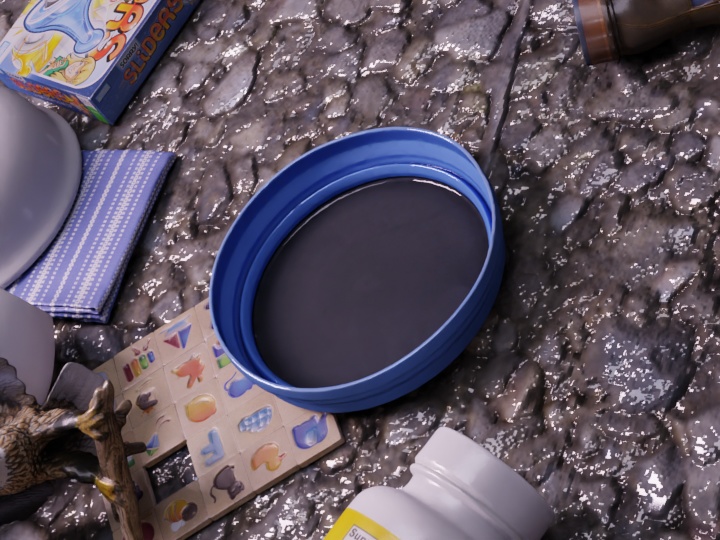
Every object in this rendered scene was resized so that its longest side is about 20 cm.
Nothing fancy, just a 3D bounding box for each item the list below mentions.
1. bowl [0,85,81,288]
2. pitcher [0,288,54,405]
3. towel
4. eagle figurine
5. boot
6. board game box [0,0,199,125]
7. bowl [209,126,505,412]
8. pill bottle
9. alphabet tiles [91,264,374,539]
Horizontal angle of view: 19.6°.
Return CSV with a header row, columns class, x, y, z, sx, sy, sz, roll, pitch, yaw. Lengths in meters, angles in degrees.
class,x,y,z,sx,sy,sz,roll,pitch,yaw
bowl,-0.310,-0.069,1.519,0.199,0.091,0.203,-17,49,20
pitcher,-0.298,0.099,1.409,0.171,0.121,0.201,17,79,56
towel,-0.237,-0.026,1.519,0.198,0.024,0.146,1,57,32
eagle figurine,-0.239,0.122,1.292,0.198,0.151,0.153,-10,59,6
boot,0.183,-0.225,1.365,0.096,0.075,0.202,-10,60,12
board game box,-0.185,-0.215,1.610,0.135,0.034,0.201,20,70,41
bowl,0.000,0.000,1.322,0.199,0.039,0.202,-15,50,19
pill bottle,0.016,0.189,1.130,0.111,0.111,0.201,28,75,43
alphabet tiles,-0.088,0.082,1.349,0.199,0.008,0.168,-31,46,9
